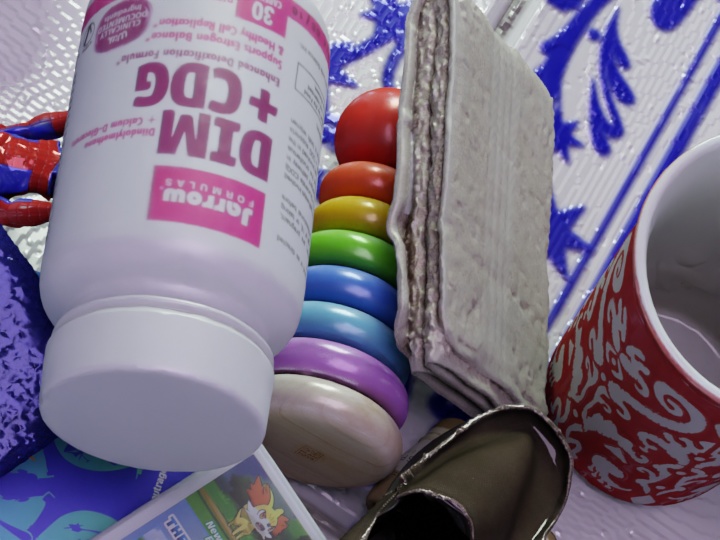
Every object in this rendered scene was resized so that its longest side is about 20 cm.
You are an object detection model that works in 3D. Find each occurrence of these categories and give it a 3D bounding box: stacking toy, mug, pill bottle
[{"bbox_3d":[0.000,0.000,1.149,0.085,0.085,0.201,22,60,-11],"label":"stacking toy"},{"bbox_3d":[0.172,0.053,1.111,0.133,0.200,0.178,-24,77,-19],"label":"mug"},{"bbox_3d":[-0.076,-0.024,1.018,0.113,0.113,0.201,14,59,-14],"label":"pill bottle"}]

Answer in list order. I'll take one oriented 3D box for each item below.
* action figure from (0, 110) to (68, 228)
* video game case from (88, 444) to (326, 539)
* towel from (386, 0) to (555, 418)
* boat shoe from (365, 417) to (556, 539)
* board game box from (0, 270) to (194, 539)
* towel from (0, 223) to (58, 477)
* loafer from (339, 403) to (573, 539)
[{"bbox_3d":[-0.126,-0.046,1.116,0.198,0.052,0.066,6,56,0],"label":"action figure"},{"bbox_3d":[-0.062,0.199,1.016,0.182,0.022,0.201,-31,81,-26],"label":"video game case"},{"bbox_3d":[0.056,-0.026,1.159,0.034,0.132,0.202,-7,64,25],"label":"towel"},{"bbox_3d":[0.077,0.167,1.121,0.066,0.074,0.200,-33,75,-23],"label":"boat shoe"},{"bbox_3d":[-0.173,0.072,1.076,0.199,0.045,0.153,20,66,-11],"label":"board game box"},{"bbox_3d":[-0.219,0.017,1.033,0.147,0.050,0.200,-36,85,-19],"label":"towel"},{"bbox_3d":[0.038,0.120,1.036,0.073,0.071,0.200,47,50,1],"label":"loafer"}]
